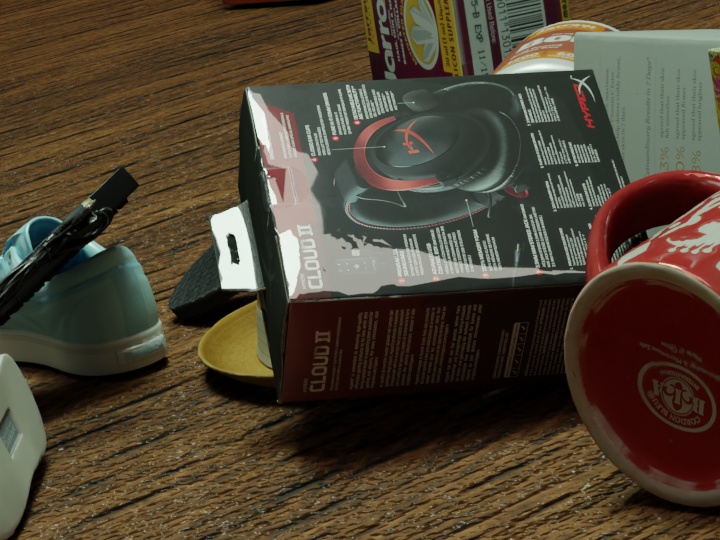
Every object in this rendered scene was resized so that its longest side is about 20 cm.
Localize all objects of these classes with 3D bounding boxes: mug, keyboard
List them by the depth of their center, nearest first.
[{"bbox_3d":[0.175,0.018,1.138,0.177,0.134,0.200,-17,8,47],"label":"mug"},{"bbox_3d":[-0.185,0.018,1.342,0.200,0.021,0.127,-47,5,-23],"label":"keyboard"}]

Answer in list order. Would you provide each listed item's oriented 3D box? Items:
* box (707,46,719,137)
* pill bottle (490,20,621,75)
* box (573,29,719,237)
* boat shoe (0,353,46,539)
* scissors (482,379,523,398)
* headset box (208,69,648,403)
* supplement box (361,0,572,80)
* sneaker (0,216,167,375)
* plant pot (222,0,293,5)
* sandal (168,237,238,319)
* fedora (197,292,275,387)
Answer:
[{"bbox_3d":[0.236,0.012,0.924,0.122,0.201,0.192,-16,14,-24],"label":"box"},{"bbox_3d":[0.128,-0.092,1.619,0.112,0.113,0.200,-6,14,14],"label":"pill bottle"},{"bbox_3d":[0.211,-0.063,1.391,0.097,0.125,0.200,-6,9,-35],"label":"box"},{"bbox_3d":[-0.197,0.087,1.206,0.068,0.072,0.200,-23,15,7],"label":"boat shoe"},{"bbox_3d":[0.121,0.033,1.328,0.199,0.014,0.073,-19,19,-32],"label":"scissors"},{"bbox_3d":[0.028,-0.019,1.268,0.199,0.075,0.149,-4,47,-11],"label":"headset box"},{"bbox_3d":[0.082,-0.205,2.083,0.103,0.132,0.200,-14,13,-18],"label":"supplement box"},{"bbox_3d":[-0.179,0.006,1.486,0.074,0.082,0.200,-20,17,-41],"label":"sneaker"},{"bbox_3d":[-0.069,-0.385,2.832,0.199,0.201,0.176,0,27,36],"label":"plant pot"},{"bbox_3d":[-0.021,-0.023,1.531,0.200,0.045,0.075,-34,21,-11],"label":"sandal"},{"bbox_3d":[0.000,0.000,1.385,0.200,0.082,0.201,-9,14,2],"label":"fedora"}]
